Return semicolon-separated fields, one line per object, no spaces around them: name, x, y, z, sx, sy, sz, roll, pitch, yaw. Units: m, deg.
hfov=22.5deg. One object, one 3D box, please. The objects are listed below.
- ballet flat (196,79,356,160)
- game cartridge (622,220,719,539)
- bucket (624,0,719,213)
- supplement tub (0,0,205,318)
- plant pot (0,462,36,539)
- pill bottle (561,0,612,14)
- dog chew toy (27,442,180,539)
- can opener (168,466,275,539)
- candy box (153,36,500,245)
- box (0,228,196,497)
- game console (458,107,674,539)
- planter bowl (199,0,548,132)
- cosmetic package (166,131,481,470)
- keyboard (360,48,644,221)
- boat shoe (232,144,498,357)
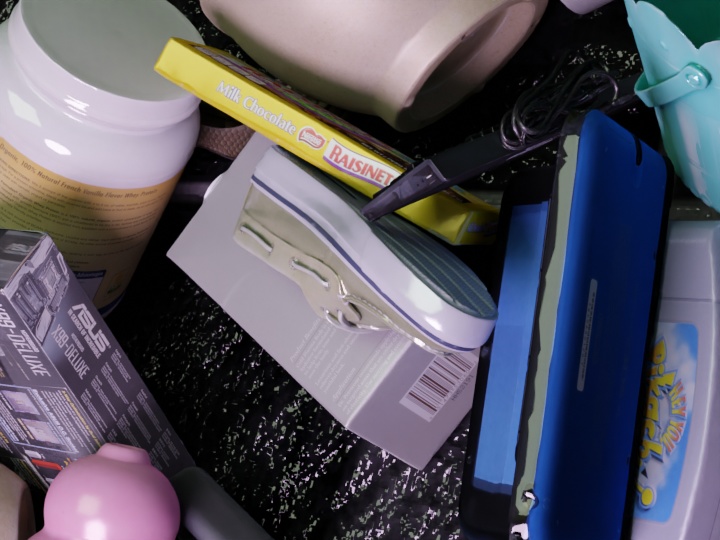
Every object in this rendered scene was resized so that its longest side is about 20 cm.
ballet flat;-0.088;-0.107;1.172;0.199;0.047;0.067;5;37;41
game cartridge;0.136;0.074;0.900;0.133;0.040;0.202;2;81;52
bucket;0.222;-0.125;0.862;0.205;0.135;0.208;-9;46;9
supplement tub;-0.185;-0.073;1.134;0.201;0.143;0.145;-59;42;37
plant pot;-0.272;0.180;1.117;0.133;0.201;0.202;-3;62;-3
pill bottle;0.188;-0.224;0.987;0.199;0.114;0.115;-26;56;26
dog chew toy;-0.154;0.199;1.029;0.124;0.124;0.202;9;85;39
can opener;-0.040;0.175;1.026;0.066;0.053;0.199;-34;45;-26
candy box;-0.015;-0.072;1.023;0.199;0.102;0.027;31;96;13
box;-0.208;0.060;1.097;0.157;0.201;0.050;4;46;38
game console;0.077;0.035;0.872;0.117;0.170;0.202;4;82;28
planter bowl;0.024;-0.168;1.050;0.200;0.200;0.135;-44;76;12
cosmetic package;-0.012;0.011;1.050;0.107;0.090;0.200;-51;46;5
keyboard;0.090;-0.083;0.941;0.104;0.199;0.040;-27;89;50
boat shoe;0.000;0.000;0.958;0.200;0.072;0.062;40;108;48
